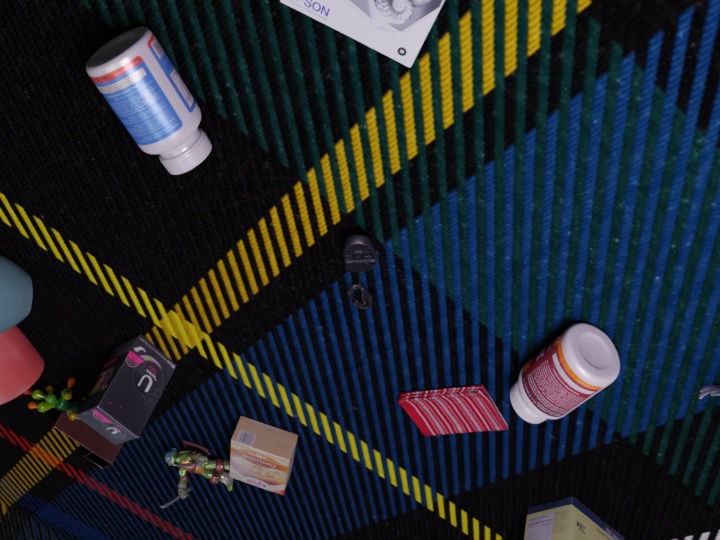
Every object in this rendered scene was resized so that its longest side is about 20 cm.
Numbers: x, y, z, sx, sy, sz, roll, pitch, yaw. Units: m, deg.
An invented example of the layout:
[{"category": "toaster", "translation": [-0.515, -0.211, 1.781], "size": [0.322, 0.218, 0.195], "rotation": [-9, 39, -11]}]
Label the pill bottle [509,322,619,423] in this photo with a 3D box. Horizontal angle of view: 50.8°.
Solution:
[{"category": "pill bottle", "translation": [0.347, 0.187, 1.319], "size": [0.111, 0.114, 0.201], "rotation": [27, 138, -8]}]

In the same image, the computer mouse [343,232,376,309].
[{"category": "computer mouse", "translation": [0.000, 0.000, 1.338], "size": [0.057, 0.035, 0.202], "rotation": [-2, 142, 0]}]

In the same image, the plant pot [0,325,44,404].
[{"category": "plant pot", "translation": [-0.884, 0.193, 1.807], "size": [0.196, 0.202, 0.180], "rotation": [2, 126, 20]}]

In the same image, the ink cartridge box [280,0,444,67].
[{"category": "ink cartridge box", "translation": [0.017, -0.373, 0.921], "size": [0.196, 0.041, 0.201], "rotation": [25, 139, -4]}]

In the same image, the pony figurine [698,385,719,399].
[{"category": "pony figurine", "translation": [0.668, 0.216, 1.207], "size": [0.189, 0.168, 0.203], "rotation": [12, 124, -2]}]

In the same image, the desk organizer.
[{"category": "desk organizer", "translation": [-0.764, 0.461, 2.109], "size": [0.199, 0.078, 0.071], "rotation": [41, 135, -21]}]

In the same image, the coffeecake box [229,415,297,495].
[{"category": "coffeecake box", "translation": [-0.245, 0.465, 1.897], "size": [0.150, 0.074, 0.202], "rotation": [17, 139, 3]}]

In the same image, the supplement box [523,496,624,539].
[{"category": "supplement box", "translation": [0.473, 0.656, 1.696], "size": [0.199, 0.202, 0.133], "rotation": [39, 136, -20]}]

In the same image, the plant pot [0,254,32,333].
[{"category": "plant pot", "translation": [-0.782, 0.051, 1.622], "size": [0.133, 0.204, 0.199], "rotation": [3, 154, -40]}]

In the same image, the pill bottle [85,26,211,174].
[{"category": "pill bottle", "translation": [-0.309, -0.247, 1.137], "size": [0.110, 0.113, 0.202], "rotation": [-7, 131, 28]}]

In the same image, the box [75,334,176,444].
[{"category": "box", "translation": [-0.523, 0.267, 1.707], "size": [0.105, 0.202, 0.122], "rotation": [-22, 125, 39]}]

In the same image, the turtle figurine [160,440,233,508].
[{"category": "turtle figurine", "translation": [-0.419, 0.543, 1.979], "size": [0.190, 0.147, 0.200], "rotation": [13, -175, -18]}]

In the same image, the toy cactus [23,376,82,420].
[{"category": "toy cactus", "translation": [-0.775, 0.348, 2.002], "size": [0.196, 0.104, 0.165], "rotation": [0, 154, 19]}]

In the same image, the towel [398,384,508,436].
[{"category": "towel", "translation": [0.190, 0.295, 1.571], "size": [0.197, 0.023, 0.145], "rotation": [-12, 130, 32]}]
